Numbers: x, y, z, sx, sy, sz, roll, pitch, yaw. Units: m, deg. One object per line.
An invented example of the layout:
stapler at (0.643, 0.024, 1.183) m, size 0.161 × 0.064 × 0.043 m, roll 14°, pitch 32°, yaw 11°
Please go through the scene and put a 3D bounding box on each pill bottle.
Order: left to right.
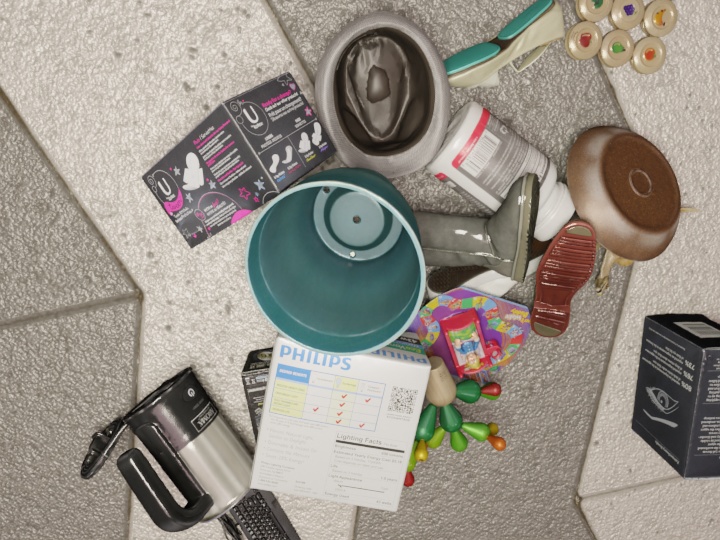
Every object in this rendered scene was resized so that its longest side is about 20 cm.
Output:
pill bottle at (0.197, -0.129, 0.785) m, size 0.198 × 0.111 × 0.112 m, roll 34°, pitch 99°, yaw -10°

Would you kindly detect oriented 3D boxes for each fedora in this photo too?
fedora at (0.027, -0.232, 0.760) m, size 0.174 × 0.091 × 0.203 m, roll -16°, pitch 110°, yaw 1°

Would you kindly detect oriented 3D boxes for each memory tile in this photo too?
memory tile at (0.376, -0.385, 0.787) m, size 0.150 × 0.017 × 0.204 m, roll 10°, pitch 102°, yaw -6°

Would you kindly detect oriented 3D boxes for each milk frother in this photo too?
milk frother at (-0.284, 0.280, 0.839) m, size 0.199 × 0.180 × 0.190 m, roll -27°, pitch 100°, yaw 44°

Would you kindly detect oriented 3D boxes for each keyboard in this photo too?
keyboard at (-0.179, 0.407, 0.920) m, size 0.103 × 0.040 × 0.202 m, roll -28°, pitch 102°, yaw 2°

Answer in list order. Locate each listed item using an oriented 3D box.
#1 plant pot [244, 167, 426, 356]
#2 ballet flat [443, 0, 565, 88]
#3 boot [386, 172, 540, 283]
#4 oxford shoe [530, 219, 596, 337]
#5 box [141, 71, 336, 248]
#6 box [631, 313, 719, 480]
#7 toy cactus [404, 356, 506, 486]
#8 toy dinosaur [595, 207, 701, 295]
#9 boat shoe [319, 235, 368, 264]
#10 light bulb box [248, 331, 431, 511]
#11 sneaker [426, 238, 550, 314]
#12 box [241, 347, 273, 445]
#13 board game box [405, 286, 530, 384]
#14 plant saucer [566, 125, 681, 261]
plant pot at (-0.014, -0.034, 0.686) m, size 0.196 × 0.189 × 0.204 m, roll 4°, pitch 115°, yaw 8°
ballet flat at (0.192, -0.290, 0.776) m, size 0.198 × 0.070 × 0.070 m, roll -31°, pitch 103°, yaw 3°
boot at (0.130, -0.063, 0.760) m, size 0.197 × 0.073 × 0.184 m, roll 17°, pitch 135°, yaw 21°
oxford shoe at (0.280, 0.001, 0.808) m, size 0.069 × 0.075 × 0.202 m, roll 13°, pitch 133°, yaw 8°
box at (-0.152, -0.134, 0.707) m, size 0.198 × 0.132 × 0.116 m, roll -21°, pitch 108°, yaw 42°
box at (0.503, 0.185, 0.860) m, size 0.102 × 0.148 × 0.204 m, roll -1°, pitch 104°, yaw -4°
toy cactus at (0.123, 0.201, 0.801) m, size 0.198 × 0.102 × 0.167 m, roll -27°, pitch 116°, yaw -13°
toy dinosaur at (0.404, -0.056, 0.855) m, size 0.200 × 0.058 × 0.101 m, roll -43°, pitch 119°, yaw 1°
boat shoe at (0.000, 0.000, 0.822) m, size 0.200 × 0.072 × 0.062 m, roll 43°, pitch 100°, yaw -9°
light bulb box at (-0.028, 0.177, 0.744) m, size 0.194 × 0.125 × 0.204 m, roll 11°, pitch 102°, yaw -6°
sneaker at (0.194, 0.012, 0.850) m, size 0.197 × 0.073 × 0.086 m, roll -22°, pitch 131°, yaw -2°
box at (-0.063, 0.195, 0.855) m, size 0.196 × 0.086 × 0.167 m, roll -11°, pitch 103°, yaw -1°
board game box at (0.163, 0.110, 0.834) m, size 0.197 × 0.039 × 0.159 m, roll 16°, pitch 121°, yaw -22°
plant saucer at (0.375, -0.115, 0.785) m, size 0.197 × 0.037 × 0.205 m, roll 6°, pitch 73°, yaw -20°
